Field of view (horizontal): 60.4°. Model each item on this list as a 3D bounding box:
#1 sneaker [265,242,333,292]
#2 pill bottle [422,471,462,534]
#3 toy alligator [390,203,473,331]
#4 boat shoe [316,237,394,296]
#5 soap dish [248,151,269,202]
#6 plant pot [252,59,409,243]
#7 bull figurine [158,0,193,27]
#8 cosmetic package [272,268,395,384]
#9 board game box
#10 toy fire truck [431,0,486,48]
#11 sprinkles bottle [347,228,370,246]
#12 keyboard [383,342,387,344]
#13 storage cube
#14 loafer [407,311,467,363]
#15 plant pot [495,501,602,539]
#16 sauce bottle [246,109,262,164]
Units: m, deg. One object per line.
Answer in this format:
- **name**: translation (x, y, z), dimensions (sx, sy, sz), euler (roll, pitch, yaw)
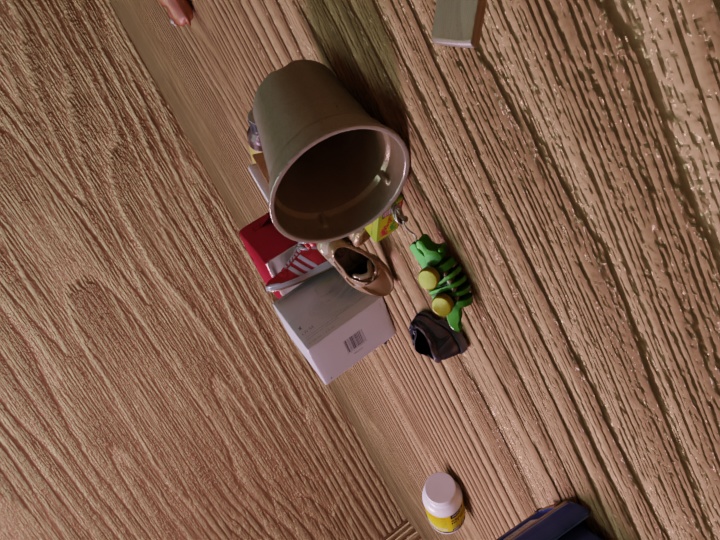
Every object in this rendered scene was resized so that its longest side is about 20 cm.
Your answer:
- **sneaker**: translation (-0.140, -0.033, 1.399), dimensions (0.071, 0.196, 0.115), euler (-126, 11, -83)
- **pill bottle**: translation (0.229, 0.636, 1.702), dimensions (0.113, 0.111, 0.202), euler (46, 163, 39)
- **toy alligator**: translation (0.108, -0.009, 0.849), dimensions (0.053, 0.059, 0.203), euler (-21, 102, 33)
- **boat shoe**: translation (0.000, 0.000, 1.099), dimensions (0.199, 0.072, 0.065), euler (35, -173, -41)
- **soap dish**: translation (-0.157, -0.170, 1.310), dimensions (0.159, 0.080, 0.200), euler (59, -178, -1)
- **plant pot**: translation (-0.058, -0.175, 0.840), dimensions (0.202, 0.196, 0.186), euler (79, 166, -58)
- **bull figurine**: translation (-0.447, -0.655, 1.414), dimensions (0.203, 0.064, 0.121), euler (67, 168, -24)
- **cosmetic package**: translation (-0.061, 0.106, 1.396), dimensions (0.200, 0.197, 0.125), euler (40, 160, 50)
- **board game box**: translation (-0.013, -0.153, 0.970), dimensions (0.202, 0.047, 0.102), euler (54, 166, 17)
- **toy fire truck**: translation (0.083, -0.230, 0.331), dimensions (0.176, 0.128, 0.201), euler (45, 173, 41)
- **sprinkles bottle**: translation (-0.057, -0.130, 1.051), dimensions (0.199, 0.068, 0.068), euler (42, 164, 11)
- **keyboard**: translation (0.002, 0.110, 1.565), dimensions (0.128, 0.020, 0.199), euler (58, 167, -23)
- **storage cube**: translation (-0.172, -0.039, 1.540), dimensions (0.180, 0.169, 0.203), euler (41, 159, 48)
- **loafer**: translation (0.115, 0.118, 1.070), dimensions (0.073, 0.062, 0.200), euler (60, 167, -8)
- **plant pot**: translation (0.294, 0.477, 0.947), dimensions (0.182, 0.197, 0.201), euler (58, 168, 20)
- **sauce bottle**: translation (-0.224, -0.291, 1.399), dimensions (0.065, 0.064, 0.201), euler (54, 167, 13)
